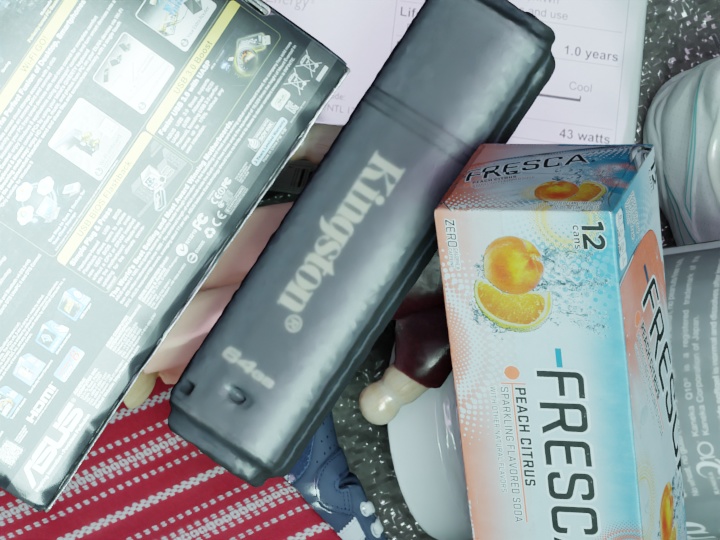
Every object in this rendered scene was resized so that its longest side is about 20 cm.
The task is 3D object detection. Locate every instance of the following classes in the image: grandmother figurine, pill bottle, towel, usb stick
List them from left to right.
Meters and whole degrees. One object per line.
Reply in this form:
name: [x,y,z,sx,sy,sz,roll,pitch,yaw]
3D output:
towel: [-0.077,0.117,1.096,0.144,0.023,0.200,-24,53,-30]
grandmother figurine: [0.000,0.000,1.122,0.199,0.061,0.122,-15,111,8]
usb stick: [0.001,-0.015,1.081,0.055,0.033,0.201,33,89,8]
pill bottle: [0.119,0.049,1.155,0.199,0.116,0.117,-8,79,25]

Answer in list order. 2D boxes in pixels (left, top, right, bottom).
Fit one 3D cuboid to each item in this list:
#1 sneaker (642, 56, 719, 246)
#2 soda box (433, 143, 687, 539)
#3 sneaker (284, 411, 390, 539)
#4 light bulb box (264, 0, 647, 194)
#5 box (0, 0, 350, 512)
sneaker: [0.164,0.007,1.221,0.070,0.080,0.201,-13,83,-10]
soda box: [0.076,0.055,1.069,0.068,0.064,0.201,2,116,20]
sneaker: [0.008,0.132,1.184,0.108,0.070,0.201,-1,87,-2]
light bulb box: [0.016,-0.136,1.205,0.197,0.125,0.201,8,79,-4]
box: [-0.124,-0.039,1.061,0.161,0.049,0.201,34,91,-18]
